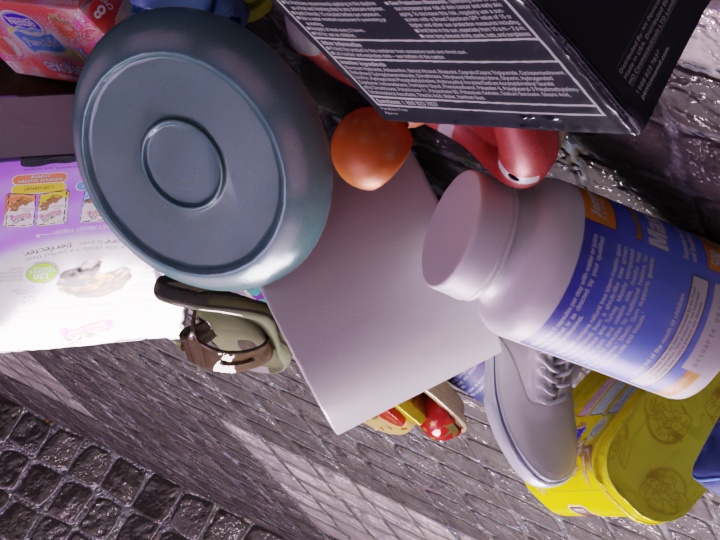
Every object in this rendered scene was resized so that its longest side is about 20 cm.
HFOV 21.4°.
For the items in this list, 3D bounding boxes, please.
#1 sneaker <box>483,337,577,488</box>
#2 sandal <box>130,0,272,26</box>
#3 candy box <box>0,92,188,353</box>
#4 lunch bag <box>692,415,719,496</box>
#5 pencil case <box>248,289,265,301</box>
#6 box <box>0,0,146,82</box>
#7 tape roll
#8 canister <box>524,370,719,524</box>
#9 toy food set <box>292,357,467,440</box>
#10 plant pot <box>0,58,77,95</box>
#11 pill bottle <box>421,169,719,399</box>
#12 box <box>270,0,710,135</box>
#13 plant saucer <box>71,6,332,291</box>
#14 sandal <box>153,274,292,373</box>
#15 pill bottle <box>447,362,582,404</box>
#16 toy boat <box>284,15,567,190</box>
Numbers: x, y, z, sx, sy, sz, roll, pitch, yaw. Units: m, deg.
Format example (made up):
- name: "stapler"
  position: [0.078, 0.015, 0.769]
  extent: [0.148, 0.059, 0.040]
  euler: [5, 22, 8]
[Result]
- name: "sneaker"
  position: [0.134, 0.065, 1.447]
  extent: [0.073, 0.201, 0.071]
  euler: [-10, 177, -28]
- name: "sandal"
  position: [-0.123, -0.205, 1.250]
  extent: [0.079, 0.087, 0.200]
  euler: [22, 160, 33]
- name: "candy box"
  position: [-0.204, -0.034, 1.410]
  extent: [0.201, 0.167, 0.072]
  euler: [106, 150, -42]
- name: "lunch bag"
  position: [0.322, 0.115, 1.312]
  extent: [0.132, 0.136, 0.200]
  euler: [32, 164, -6]
- name: "pencil case"
  position: [-0.074, -0.001, 1.775]
  extent: [0.092, 0.086, 0.200]
  euler: [1, 150, 29]
- name: "box"
  position: [-0.206, -0.202, 1.388]
  extent: [0.199, 0.095, 0.103]
  euler: [14, 156, 46]
- name: "tape roll"
  position: [0.000, 0.000, 1.388]
  extent: [0.203, 0.139, 0.204]
  euler: [154, 90, -89]
- name: "canister"
  position: [0.220, 0.132, 1.532]
  extent: [0.087, 0.149, 0.200]
  euler: [43, 165, -7]
- name: "toy food set"
  position: [0.000, 0.083, 1.577]
  extent: [0.198, 0.049, 0.200]
  euler: [40, 169, -30]
- name: "plant pot"
  position: [-0.229, -0.111, 1.530]
  extent: [0.187, 0.186, 0.201]
  euler: [48, -167, -47]
- name: "pill bottle"
  position: [0.146, 0.004, 1.267]
  extent: [0.199, 0.113, 0.112]
  euler: [21, 168, -20]
- name: "box"
  position: [0.044, -0.177, 0.961]
  extent: [0.199, 0.124, 0.198]
  euler: [9, 154, 49]
- name: "plant saucer"
  position: [-0.112, -0.074, 1.256]
  extent: [0.199, 0.027, 0.201]
  euler: [12, 118, 24]
- name: "sandal"
  position: [-0.099, 0.054, 1.441]
  extent: [0.079, 0.058, 0.201]
  euler: [14, 164, 20]
- name: "pill bottle"
  position: [0.083, 0.032, 1.542]
  extent: [0.199, 0.111, 0.111]
  euler: [32, 164, -4]
- name: "toy boat"
  position: [0.029, -0.107, 1.185]
  extent: [0.199, 0.131, 0.131]
  euler: [28, 164, 10]
